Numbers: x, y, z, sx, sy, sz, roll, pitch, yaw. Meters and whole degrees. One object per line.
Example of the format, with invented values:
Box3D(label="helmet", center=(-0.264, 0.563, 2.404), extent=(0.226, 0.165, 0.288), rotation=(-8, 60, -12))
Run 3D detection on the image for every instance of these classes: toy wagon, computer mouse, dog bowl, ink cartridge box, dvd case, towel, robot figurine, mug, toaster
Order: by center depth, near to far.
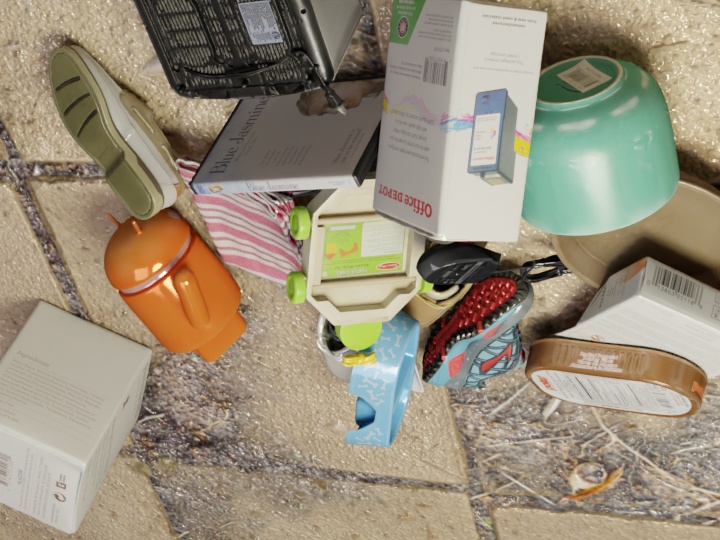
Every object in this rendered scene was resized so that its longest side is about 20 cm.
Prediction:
Box3D(label="ink cartridge box", center=(0.082, -0.136, 1.238), extent=(0.086, 0.145, 0.203), rotation=(3, 101, -24))
Box3D(label="mug", center=(0.188, -0.121, 1.268), extent=(0.183, 0.153, 0.115), rotation=(0, 126, 26))
Box3D(label="toaster", center=(-0.105, -0.252, 1.298), extent=(0.179, 0.119, 0.201), rotation=(0, 131, 26))
Box3D(label="dvd case", center=(-0.059, -0.132, 1.362), extent=(0.198, 0.144, 0.018), rotation=(-1, 138, 34))
Box3D(label="computer mouse", center=(0.141, -0.012, 1.421), extent=(0.198, 0.034, 0.059), rotation=(0, 153, -32))
Box3D(label="toy wagon", center=(0.000, 0.000, 1.425), extent=(0.153, 0.040, 0.203), rotation=(-4, 115, -22))
Box3D(label="ink cartridge box", center=(0.310, 0.059, 1.454), extent=(0.161, 0.051, 0.200), rotation=(23, 162, -12))
Box3D(label="towel", center=(-0.117, -0.038, 1.527), extent=(0.145, 0.030, 0.201), rotation=(24, 155, 25))
Box3D(label="dog bowl", center=(0.026, 0.120, 1.552), extent=(0.049, 0.112, 0.201), rotation=(17, 142, 11))
Box3D(label="robot figurine", center=(-0.213, 0.012, 1.608), extent=(0.116, 0.145, 0.201), rotation=(-26, 119, 22))

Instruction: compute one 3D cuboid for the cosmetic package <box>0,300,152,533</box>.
Box3D(label="cosmetic package", center=(-0.387, 0.185, 1.794), extent=(0.165, 0.201, 0.168), rotation=(23, 138, 2))

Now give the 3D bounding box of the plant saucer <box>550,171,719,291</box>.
Box3D(label="plant saucer", center=(0.285, -0.036, 1.375), extent=(0.197, 0.030, 0.201), rotation=(10, 146, 7))

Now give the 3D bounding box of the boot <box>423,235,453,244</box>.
Box3D(label="boot", center=(0.092, -0.133, 1.363), extent=(0.073, 0.075, 0.203), rotation=(14, 114, 20))

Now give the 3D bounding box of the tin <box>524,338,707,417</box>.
Box3D(label="tin", center=(0.270, 0.116, 1.510), extent=(0.198, 0.042, 0.112), rotation=(5, 152, 31))

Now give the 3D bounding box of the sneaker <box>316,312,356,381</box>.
Box3D(label="sneaker", center=(-0.023, 0.068, 1.569), extent=(0.072, 0.071, 0.201), rotation=(29, 145, 17))

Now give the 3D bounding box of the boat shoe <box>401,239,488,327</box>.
Box3D(label="boat shoe", center=(0.084, 0.002, 1.498), extent=(0.073, 0.067, 0.201), rotation=(25, 138, 0))

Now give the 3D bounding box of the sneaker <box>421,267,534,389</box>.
Box3D(label="sneaker", center=(0.146, 0.067, 1.545), extent=(0.094, 0.080, 0.200), rotation=(18, 144, -18))

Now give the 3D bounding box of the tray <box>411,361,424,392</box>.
Box3D(label="tray", center=(0.012, 0.051, 1.600), extent=(0.106, 0.022, 0.202), rotation=(13, 138, 34))

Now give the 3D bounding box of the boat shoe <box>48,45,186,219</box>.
Box3D(label="boat shoe", center=(-0.259, -0.153, 1.502), extent=(0.074, 0.068, 0.202), rotation=(-24, 98, 45))

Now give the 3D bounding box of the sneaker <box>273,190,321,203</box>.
Box3D(label="sneaker", center=(-0.023, -0.124, 1.416), extent=(0.198, 0.081, 0.075), rotation=(-14, 126, 39))
